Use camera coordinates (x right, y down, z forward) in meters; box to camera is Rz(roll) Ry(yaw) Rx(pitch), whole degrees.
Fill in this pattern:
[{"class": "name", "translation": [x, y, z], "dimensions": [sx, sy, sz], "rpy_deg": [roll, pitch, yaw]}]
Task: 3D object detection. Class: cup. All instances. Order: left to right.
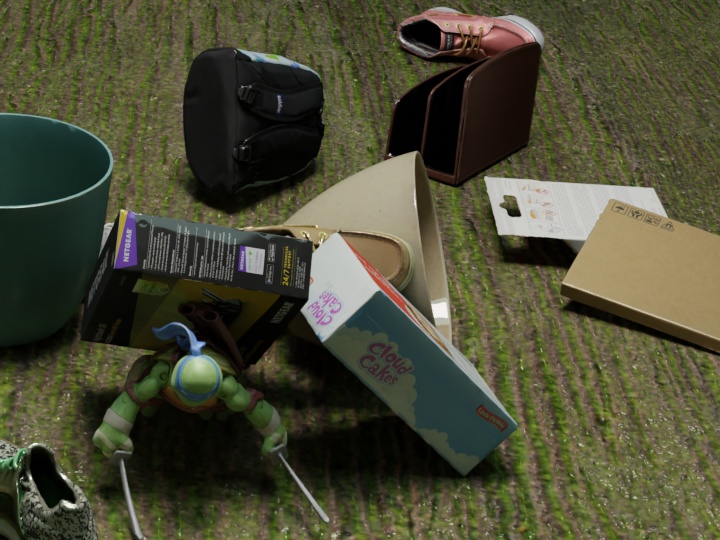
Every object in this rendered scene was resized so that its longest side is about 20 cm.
[{"class": "cup", "translation": [0.000, 0.000, 1.751], "dimensions": [0.142, 0.202, 0.201], "rpy_deg": [-9, 23, 8]}]

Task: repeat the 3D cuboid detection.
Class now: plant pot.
[{"class": "plant pot", "translation": [-0.326, -0.029, 1.714], "dimensions": [0.199, 0.162, 0.201], "rpy_deg": [4, 27, -2]}]

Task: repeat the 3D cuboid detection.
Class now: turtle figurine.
[{"class": "turtle figurine", "translation": [-0.139, 0.133, 1.530], "dimensions": [0.143, 0.201, 0.194], "rpy_deg": [-27, 6, -6]}]

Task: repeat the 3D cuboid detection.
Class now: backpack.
[{"class": "backpack", "translation": [-0.116, -0.173, 2.115], "dimensions": [0.153, 0.164, 0.199], "rpy_deg": [9, 13, 41]}]

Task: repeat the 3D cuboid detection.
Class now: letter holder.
[{"class": "letter holder", "translation": [0.127, -0.206, 2.263], "dimensions": [0.100, 0.143, 0.200], "rpy_deg": [19, 27, 25]}]

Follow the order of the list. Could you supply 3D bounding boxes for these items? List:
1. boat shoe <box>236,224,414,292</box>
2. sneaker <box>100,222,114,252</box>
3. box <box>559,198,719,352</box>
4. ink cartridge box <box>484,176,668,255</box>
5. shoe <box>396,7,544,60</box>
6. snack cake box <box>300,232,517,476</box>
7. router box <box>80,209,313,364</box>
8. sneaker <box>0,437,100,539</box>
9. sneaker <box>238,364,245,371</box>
[{"class": "boat shoe", "translation": [-0.054, -0.003, 1.632], "dimensions": [0.198, 0.075, 0.066], "rpy_deg": [-5, -13, 9]}, {"class": "sneaker", "translation": [-0.248, -0.015, 1.815], "dimensions": [0.199, 0.081, 0.070], "rpy_deg": [15, 27, 19]}, {"class": "box", "translation": [0.323, 0.007, 1.942], "dimensions": [0.199, 0.021, 0.164], "rpy_deg": [21, 42, 15]}, {"class": "ink cartridge box", "translation": [0.240, -0.048, 2.075], "dimensions": [0.198, 0.050, 0.161], "rpy_deg": [2, 25, -3]}, {"class": "shoe", "translation": [0.150, -0.318, 2.608], "dimensions": [0.199, 0.072, 0.091], "rpy_deg": [17, 27, 33]}, {"class": "snack cake box", "translation": [0.034, 0.071, 1.585], "dimensions": [0.200, 0.067, 0.115], "rpy_deg": [45, 6, -31]}, {"class": "router box", "translation": [-0.138, 0.018, 1.544], "dimensions": [0.156, 0.053, 0.200], "rpy_deg": [9, -20, -13]}, {"class": "sneaker", "translation": [-0.243, 0.160, 1.419], "dimensions": [0.077, 0.089, 0.200], "rpy_deg": [-10, 30, -34]}, {"class": "sneaker", "translation": [-0.135, 0.040, 1.739], "dimensions": [0.087, 0.074, 0.200], "rpy_deg": [10, 23, 16]}]
